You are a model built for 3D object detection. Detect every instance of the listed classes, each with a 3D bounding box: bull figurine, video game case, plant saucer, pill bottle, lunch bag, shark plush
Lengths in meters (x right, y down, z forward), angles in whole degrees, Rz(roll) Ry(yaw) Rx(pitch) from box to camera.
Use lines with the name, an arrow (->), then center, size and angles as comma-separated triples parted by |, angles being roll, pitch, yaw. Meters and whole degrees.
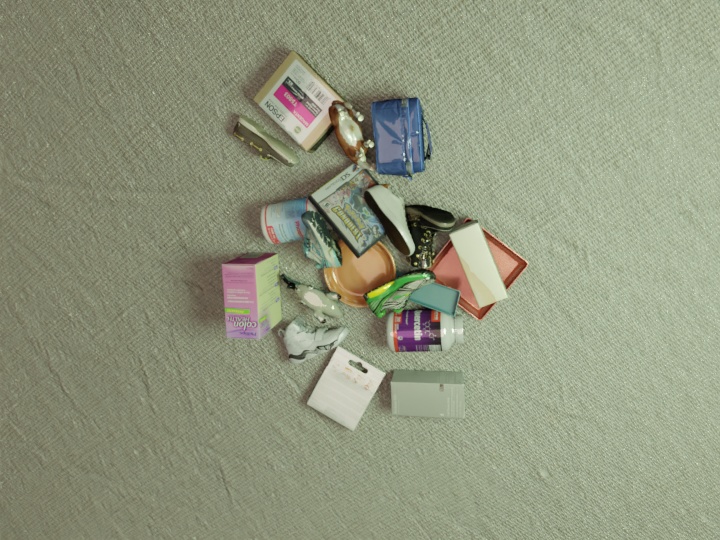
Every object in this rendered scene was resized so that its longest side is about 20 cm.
bull figurine -> -0.017, -0.323, 1.313 | 0.065, 0.121, 0.200 | -36, 111, -11
video game case -> -0.006, -0.161, 1.374 | 0.181, 0.025, 0.200 | -41, 92, -26
plant saucer -> 0.170, 0.058, 1.409 | 0.199, 0.019, 0.070 | 19, 105, 31
plant saucer -> 0.298, -0.004, 1.400 | 0.199, 0.037, 0.200 | 37, 105, 2
pill bottle -> -0.156, -0.137, 1.423 | 0.199, 0.109, 0.109 | -9, 100, 13
lunch bag -> 0.107, -0.322, 1.319 | 0.132, 0.136, 0.201 | -5, 100, 12
plant saucer -> 0.000, 0.000, 1.458 | 0.199, 0.037, 0.201 | 2, 102, 10
shark plush -> -0.141, 0.080, 1.480 | 0.199, 0.083, 0.091 | 21, 89, 4
pill bottle -> 0.171, 0.159, 1.418 | 0.199, 0.112, 0.113 | -3, 101, 11

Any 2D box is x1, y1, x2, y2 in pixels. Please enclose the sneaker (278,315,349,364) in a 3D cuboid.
sneaker -> -0.137, 0.178, 1.500 | 0.199, 0.075, 0.115 | -27, 98, 18

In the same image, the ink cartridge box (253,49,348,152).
ink cartridge box -> -0.148, -0.431, 1.379 | 0.200, 0.075, 0.165 | 44, 105, -1

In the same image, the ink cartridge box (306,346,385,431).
ink cartridge box -> -0.041, 0.335, 1.537 | 0.162, 0.050, 0.201 | 29, 97, 4

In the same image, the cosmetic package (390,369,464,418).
cosmetic package -> 0.183, 0.338, 1.467 | 0.199, 0.090, 0.107 | -2, 104, 8

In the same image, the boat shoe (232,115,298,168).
boat shoe -> -0.254, -0.331, 1.424 | 0.200, 0.072, 0.060 | 38, 112, 5

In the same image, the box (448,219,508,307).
box -> 0.294, -0.020, 1.332 | 0.077, 0.095, 0.201 | -22, 95, 15

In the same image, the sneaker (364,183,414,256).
sneaker -> 0.095, -0.136, 1.352 | 0.084, 0.073, 0.200 | -28, 84, -25

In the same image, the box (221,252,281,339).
box -> -0.292, 0.064, 1.456 | 0.096, 0.176, 0.201 | 0, 102, 10

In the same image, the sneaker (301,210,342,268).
sneaker -> -0.116, -0.067, 1.363 | 0.086, 0.078, 0.200 | -16, 137, 12

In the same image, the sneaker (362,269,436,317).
sneaker -> 0.110, 0.057, 1.392 | 0.199, 0.078, 0.085 | -28, 88, 22

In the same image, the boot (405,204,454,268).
boot -> 0.169, -0.079, 1.342 | 0.073, 0.200, 0.151 | -7, 108, -24
